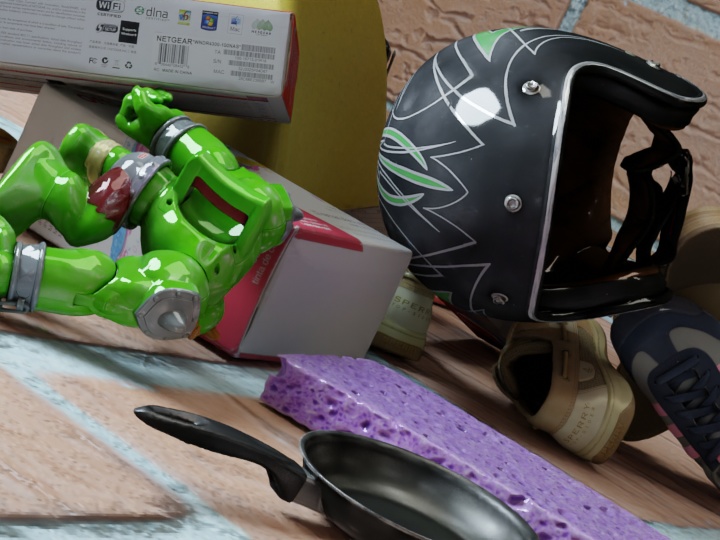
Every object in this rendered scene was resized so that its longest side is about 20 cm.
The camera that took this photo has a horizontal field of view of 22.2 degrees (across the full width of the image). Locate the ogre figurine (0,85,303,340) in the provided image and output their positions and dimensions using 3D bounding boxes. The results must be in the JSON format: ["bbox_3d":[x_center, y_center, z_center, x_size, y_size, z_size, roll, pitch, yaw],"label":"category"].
[{"bbox_3d":[-0.108,-0.024,0.914,0.120,0.098,0.200,27,14,10],"label":"ogre figurine"}]

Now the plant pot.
[{"bbox_3d":[-0.090,-0.155,1.281,0.195,0.200,0.194,13,10,22],"label":"plant pot"}]

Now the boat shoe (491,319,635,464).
[{"bbox_3d":[0.125,0.062,1.227,0.064,0.071,0.200,24,10,-15],"label":"boat shoe"}]

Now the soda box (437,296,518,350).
[{"bbox_3d":[0.096,0.008,1.340,0.070,0.063,0.200,31,-6,29],"label":"soda box"}]

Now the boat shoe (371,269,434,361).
[{"bbox_3d":[0.000,0.000,1.267,0.073,0.063,0.200,20,10,-32],"label":"boat shoe"}]

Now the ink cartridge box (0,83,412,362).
[{"bbox_3d":[-0.092,-0.025,1.077,0.200,0.086,0.148,32,11,27],"label":"ink cartridge box"}]

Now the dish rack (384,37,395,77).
[{"bbox_3d":[-0.056,-0.120,1.401,0.153,0.200,0.055,28,20,17],"label":"dish rack"}]

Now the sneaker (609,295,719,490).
[{"bbox_3d":[0.235,0.093,1.210,0.200,0.070,0.082,43,19,-37],"label":"sneaker"}]

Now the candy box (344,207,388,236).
[{"bbox_3d":[0.057,-0.052,1.427,0.200,0.102,0.026,2,40,27],"label":"candy box"}]

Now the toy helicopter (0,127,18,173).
[{"bbox_3d":[-0.289,-0.116,1.097,0.200,0.079,0.132,33,11,18],"label":"toy helicopter"}]

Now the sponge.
[{"bbox_3d":[0.056,0.100,0.931,0.200,0.030,0.112,29,9,26],"label":"sponge"}]

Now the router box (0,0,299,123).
[{"bbox_3d":[-0.138,-0.128,1.081,0.200,0.049,0.179,7,0,-1],"label":"router box"}]

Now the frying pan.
[{"bbox_3d":[0.001,0.099,0.770,0.115,0.031,0.190,32,14,36],"label":"frying pan"}]

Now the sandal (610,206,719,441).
[{"bbox_3d":[0.207,0.022,1.245,0.077,0.212,0.070,-4,47,-13],"label":"sandal"}]

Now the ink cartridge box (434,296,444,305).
[{"bbox_3d":[0.110,0.000,1.580,0.200,0.068,0.116,19,11,-30],"label":"ink cartridge box"}]

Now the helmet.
[{"bbox_3d":[0.102,-0.059,1.133,0.190,0.200,0.200,1,19,-26],"label":"helmet"}]
